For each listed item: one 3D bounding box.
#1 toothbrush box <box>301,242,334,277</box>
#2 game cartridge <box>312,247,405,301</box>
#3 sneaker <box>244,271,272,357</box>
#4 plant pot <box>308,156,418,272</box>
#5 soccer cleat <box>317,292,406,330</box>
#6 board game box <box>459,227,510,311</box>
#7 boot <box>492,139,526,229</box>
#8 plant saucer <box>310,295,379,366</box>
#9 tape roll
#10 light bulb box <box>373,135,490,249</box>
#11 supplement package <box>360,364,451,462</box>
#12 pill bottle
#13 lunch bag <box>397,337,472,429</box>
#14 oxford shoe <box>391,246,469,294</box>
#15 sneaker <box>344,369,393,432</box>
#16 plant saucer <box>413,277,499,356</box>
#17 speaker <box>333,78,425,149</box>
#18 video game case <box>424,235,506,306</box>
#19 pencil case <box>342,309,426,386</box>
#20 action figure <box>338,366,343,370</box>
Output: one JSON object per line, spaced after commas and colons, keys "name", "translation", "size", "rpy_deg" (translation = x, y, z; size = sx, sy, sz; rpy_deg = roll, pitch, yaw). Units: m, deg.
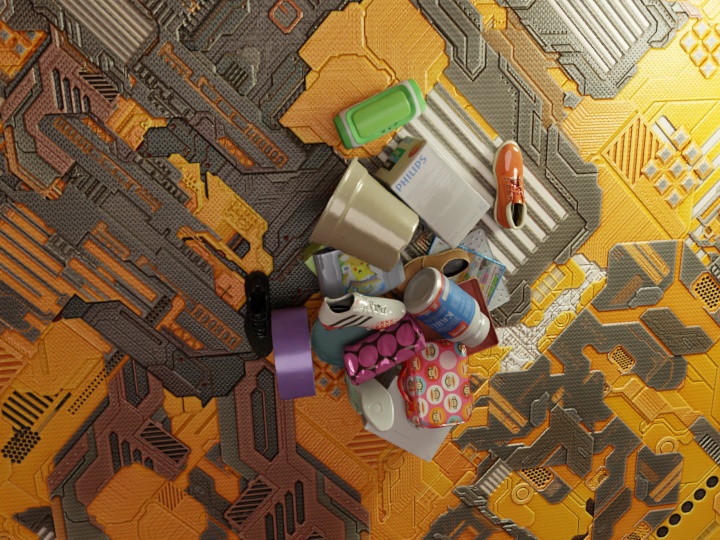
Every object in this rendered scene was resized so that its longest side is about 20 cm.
{"name": "toothbrush box", "translation": [-0.016, -0.047, 1.589], "size": [0.200, 0.086, 0.146], "rpy_deg": [-44, 109, 6]}
{"name": "game cartridge", "translation": [0.000, 0.000, 1.544], "size": [0.195, 0.041, 0.137], "rpy_deg": [-16, 114, -7]}
{"name": "sneaker", "translation": [-0.236, 0.111, 1.597], "size": [0.074, 0.091, 0.206], "rpy_deg": [-8, 108, -7]}
{"name": "plant pot", "translation": [0.016, -0.099, 1.436], "size": [0.181, 0.201, 0.203], "rpy_deg": [31, 100, -3]}
{"name": "soccer cleat", "translation": [0.006, 0.083, 1.482], "size": [0.194, 0.070, 0.086], "rpy_deg": [-3, 140, -9]}
{"name": "board game box", "translation": [0.242, 0.027, 1.683], "size": [0.196, 0.026, 0.203], "rpy_deg": [-27, 108, -1]}
{"name": "boot", "translation": [0.353, -0.194, 1.598], "size": [0.073, 0.107, 0.206], "rpy_deg": [-4, 105, -6]}
{"name": "plant saucer", "translation": [-0.020, 0.134, 1.571], "size": [0.194, 0.028, 0.204], "rpy_deg": [-9, 127, -12]}
{"name": "tape roll", "translation": [-0.151, 0.187, 1.573], "size": [0.082, 0.200, 0.206], "rpy_deg": [-7, 107, -5]}
{"name": "light bulb box", "translation": [0.151, -0.177, 1.521], "size": [0.199, 0.198, 0.125], "rpy_deg": [41, 94, -16]}
{"name": "supplement package", "translation": [0.120, 0.342, 1.708], "size": [0.197, 0.111, 0.158], "rpy_deg": [29, 100, -16]}
{"name": "pill bottle", "translation": [0.199, 0.090, 1.556], "size": [0.198, 0.112, 0.113], "rpy_deg": [34, 98, -27]}
{"name": "lunch bag", "translation": [0.165, 0.262, 1.604], "size": [0.171, 0.082, 0.206], "rpy_deg": [-2, 83, -22]}
{"name": "oxford shoe", "translation": [0.160, 0.004, 1.596], "size": [0.196, 0.071, 0.073], "rpy_deg": [-25, 109, 1]}
{"name": "sneaker", "translation": [0.025, 0.315, 1.613], "size": [0.072, 0.202, 0.120], "rpy_deg": [-18, 136, -15]}
{"name": "plant saucer", "translation": [0.214, 0.124, 1.663], "size": [0.195, 0.037, 0.203], "rpy_deg": [-21, 118, 7]}
{"name": "speaker", "translation": [0.041, -0.342, 1.517], "size": [0.196, 0.089, 0.090], "rpy_deg": [-26, 108, -1]}
{"name": "video game case", "translation": [0.235, 0.017, 1.656], "size": [0.196, 0.018, 0.146], "rpy_deg": [22, 101, -14]}
{"name": "pencil case", "translation": [0.049, 0.174, 1.551], "size": [0.197, 0.091, 0.095], "rpy_deg": [-30, 95, 7]}
{"name": "action figure", "translation": [0.011, 0.149, 1.650], "size": [0.197, 0.070, 0.131], "rpy_deg": [-30, 123, 9]}
